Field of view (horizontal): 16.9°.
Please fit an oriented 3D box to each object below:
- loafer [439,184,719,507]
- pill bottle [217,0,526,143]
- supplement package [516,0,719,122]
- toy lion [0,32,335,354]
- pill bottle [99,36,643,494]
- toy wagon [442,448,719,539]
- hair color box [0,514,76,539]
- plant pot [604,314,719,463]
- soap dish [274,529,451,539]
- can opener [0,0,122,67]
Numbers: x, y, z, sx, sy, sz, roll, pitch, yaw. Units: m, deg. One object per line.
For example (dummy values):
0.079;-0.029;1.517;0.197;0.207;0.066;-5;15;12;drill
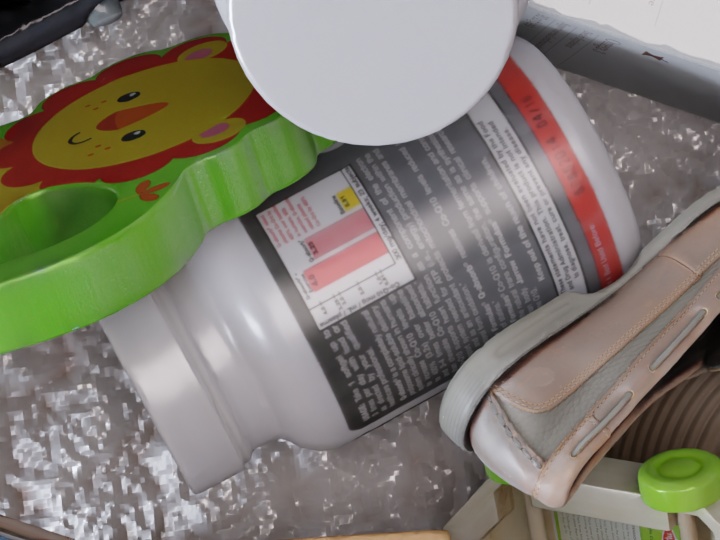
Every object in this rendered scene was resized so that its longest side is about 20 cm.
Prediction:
0.122;0.025;0.922;0.200;0.072;0.063;-31;59;-25;loafer
0.004;-0.127;0.872;0.116;0.200;0.116;0;116;1;pill bottle
0.167;-0.121;0.973;0.200;0.117;0.118;18;86;-3;supplement package
-0.101;-0.032;0.912;0.191;0.200;0.069;-15;114;6;toy lion
0.000;0.000;0.953;0.200;0.116;0.116;-28;90;-6;pill bottle
0.124;0.139;0.931;0.200;0.040;0.155;6;119;35;toy wagon
-0.186;0.105;0.889;0.200;0.100;0.061;17;86;15;hair color box
0.183;0.092;0.977;0.200;0.093;0.201;0;88;-5;plant pot
-0.037;0.206;0.957;0.157;0.081;0.201;-4;88;-5;soap dish
-0.093;-0.140;0.982;0.200;0.079;0.063;-29;97;-18;can opener
